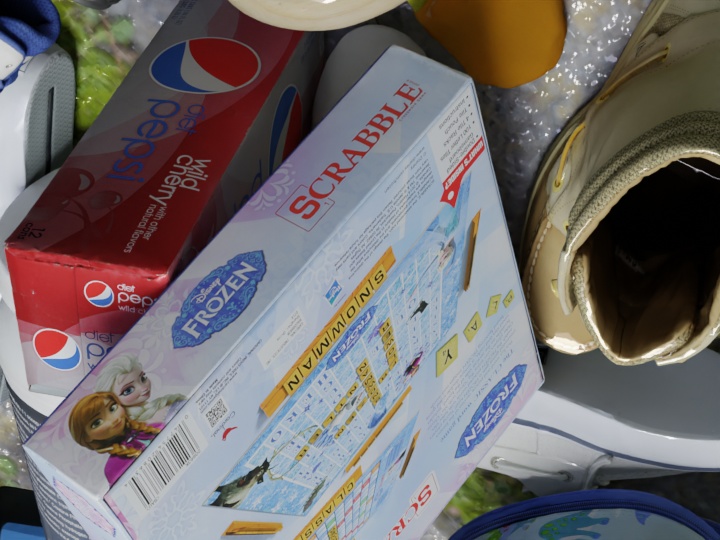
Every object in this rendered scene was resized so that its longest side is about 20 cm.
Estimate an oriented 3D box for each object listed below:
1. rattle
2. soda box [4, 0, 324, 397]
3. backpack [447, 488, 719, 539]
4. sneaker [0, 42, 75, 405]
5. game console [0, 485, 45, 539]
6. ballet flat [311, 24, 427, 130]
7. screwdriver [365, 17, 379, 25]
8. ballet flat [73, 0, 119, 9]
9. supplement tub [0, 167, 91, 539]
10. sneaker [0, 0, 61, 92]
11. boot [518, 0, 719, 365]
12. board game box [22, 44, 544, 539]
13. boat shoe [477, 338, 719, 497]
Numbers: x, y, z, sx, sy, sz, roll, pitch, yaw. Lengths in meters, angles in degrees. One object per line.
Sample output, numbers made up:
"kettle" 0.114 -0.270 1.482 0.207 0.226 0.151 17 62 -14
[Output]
"rattle" -0.028 -0.146 0.667 0.199 0.143 0.131 4 90 24
"soda box" -0.069 -0.036 0.662 0.063 0.200 0.070 9 129 11
"backpack" 0.116 0.194 0.749 0.182 0.147 0.201 -22 109 33
"sneaker" -0.180 -0.028 0.797 0.070 0.073 0.201 21 121 14
"game console" -0.100 0.198 0.831 0.175 0.201 0.116 -19 144 28
"ballet flat" 0.000 0.000 0.707 0.069 0.069 0.201 9 115 11
"screwdriver" 0.013 -0.085 0.710 0.028 0.029 0.201 -15 120 27
"ballet flat" -0.165 -0.182 0.679 0.199 0.067 0.057 34 116 -16
"supplement tub" -0.091 0.059 0.779 0.139 0.141 0.201 6 128 14
"sneaker" -0.166 -0.083 0.669 0.088 0.076 0.201 12 134 1
"boot" 0.104 -0.009 0.655 0.072 0.156 0.201 25 130 -2
"board game box" -0.014 0.052 0.636 0.041 0.200 0.200 28 155 31
"boat shoe" 0.091 0.078 0.778 0.201 0.075 0.087 6 127 17
